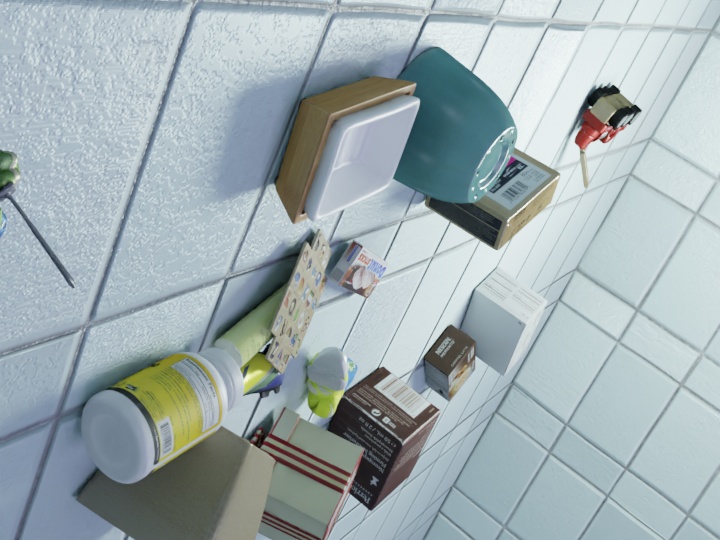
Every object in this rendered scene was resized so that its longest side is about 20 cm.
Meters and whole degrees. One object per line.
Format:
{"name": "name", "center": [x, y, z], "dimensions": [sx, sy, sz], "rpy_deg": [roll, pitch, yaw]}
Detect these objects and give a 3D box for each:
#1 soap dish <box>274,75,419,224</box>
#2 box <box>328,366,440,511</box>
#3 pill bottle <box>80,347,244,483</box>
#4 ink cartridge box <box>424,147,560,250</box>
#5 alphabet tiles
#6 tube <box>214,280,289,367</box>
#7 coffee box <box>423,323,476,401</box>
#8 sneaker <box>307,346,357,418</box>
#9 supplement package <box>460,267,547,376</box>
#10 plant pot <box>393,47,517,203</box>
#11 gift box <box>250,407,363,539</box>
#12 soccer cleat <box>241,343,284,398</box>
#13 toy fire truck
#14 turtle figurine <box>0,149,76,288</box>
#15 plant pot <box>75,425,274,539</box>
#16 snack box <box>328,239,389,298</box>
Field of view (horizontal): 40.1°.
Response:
{"name": "soap dish", "center": [-0.018, -0.160, 1.260], "dimensions": [0.199, 0.081, 0.159], "rpy_deg": [-31, 149, -50]}
{"name": "box", "center": [0.035, 0.347, 2.055], "dimensions": [0.163, 0.165, 0.203], "rpy_deg": [-29, 147, -52]}
{"name": "pill bottle", "center": [-0.237, 0.170, 1.221], "dimensions": [0.199, 0.112, 0.114], "rpy_deg": [-27, 146, -53]}
{"name": "ink cartridge box", "center": [0.235, -0.144, 1.752], "dimensions": [0.199, 0.163, 0.076], "rpy_deg": [-38, 153, -41]}
{"name": "alphabet tiles", "center": [-0.089, 0.047, 1.444], "dimensions": [0.167, 0.006, 0.203], "rpy_deg": [63, 47, -70]}
{"name": "tube", "center": [-0.129, 0.068, 1.413], "dimensions": [0.058, 0.052, 0.200], "rpy_deg": [-25, -168, 42]}
{"name": "coffee box", "center": [0.222, 0.230, 2.433], "dimensions": [0.115, 0.079, 0.201], "rpy_deg": [-49, 160, -17]}
{"name": "sneaker", "center": [-0.046, 0.173, 1.754], "dimensions": [0.106, 0.075, 0.201], "rpy_deg": [-55, 171, -37]}
{"name": "supplement package", "center": [0.348, 0.128, 2.455], "dimensions": [0.111, 0.155, 0.202], "rpy_deg": [-38, 154, -40]}
{"name": "plant pot", "center": [0.131, -0.193, 1.438], "dimensions": [0.201, 0.160, 0.202], "rpy_deg": [-46, 159, -23]}
{"name": "gift box", "center": [-0.120, 0.372, 1.695], "dimensions": [0.201, 0.184, 0.186], "rpy_deg": [-58, 169, -43]}
{"name": "soccer cleat", "center": [-0.180, 0.149, 1.427], "dimensions": [0.199, 0.064, 0.086], "rpy_deg": [-9, 102, -58]}
{"name": "toy fire truck", "center": [0.565, -0.317, 2.342], "dimensions": [0.201, 0.129, 0.175], "rpy_deg": [-53, 164, 29]}
{"name": "turtle figurine", "center": [-0.303, -0.034, 0.661], "dimensions": [0.142, 0.203, 0.193], "rpy_deg": [-22, 148, 24]}
{"name": "plant pot", "center": [-0.228, 0.292, 1.344], "dimensions": [0.179, 0.197, 0.200], "rpy_deg": [-61, 162, -13]}
{"name": "snack box", "center": [0.000, 0.000, 1.622], "dimensions": [0.073, 0.024, 0.200], "rpy_deg": [-57, 164, 1]}
